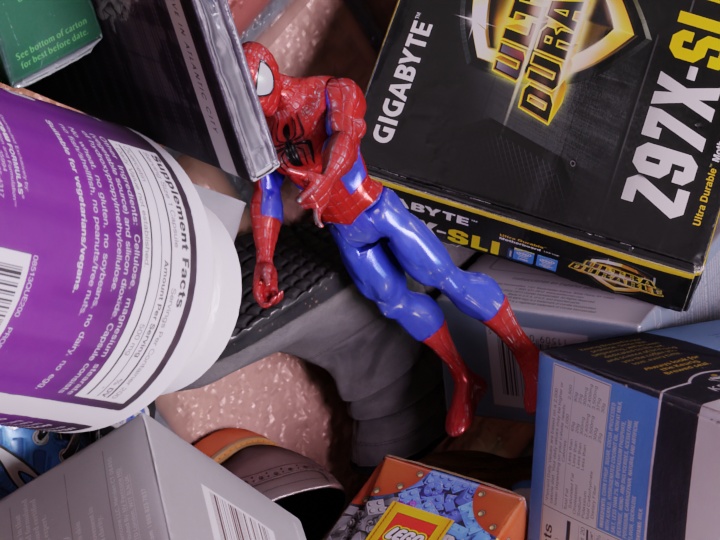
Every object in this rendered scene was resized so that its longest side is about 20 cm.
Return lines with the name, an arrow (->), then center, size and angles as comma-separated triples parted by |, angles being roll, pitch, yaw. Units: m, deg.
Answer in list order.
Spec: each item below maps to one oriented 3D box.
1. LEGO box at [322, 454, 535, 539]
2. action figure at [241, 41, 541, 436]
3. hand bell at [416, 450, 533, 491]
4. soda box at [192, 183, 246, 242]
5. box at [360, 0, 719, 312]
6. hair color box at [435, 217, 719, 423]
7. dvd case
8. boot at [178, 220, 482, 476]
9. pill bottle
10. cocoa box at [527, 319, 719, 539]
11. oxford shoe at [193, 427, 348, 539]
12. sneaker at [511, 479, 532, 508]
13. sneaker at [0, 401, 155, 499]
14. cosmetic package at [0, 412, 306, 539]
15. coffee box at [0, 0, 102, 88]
LEGO box -> 0.028, 0.204, 1.076 | 0.149, 0.077, 0.200 | -52, 139, -29
action figure -> 0.000, 0.000, 1.005 | 0.200, 0.065, 0.099 | 54, 36, -23
hand bell -> 0.086, 0.098, 1.181 | 0.200, 0.104, 0.104 | -3, 102, -43
soda box -> -0.142, -0.027, 0.965 | 0.200, 0.068, 0.064 | 20, 86, -45
box -> 0.094, -0.097, 1.085 | 0.049, 0.159, 0.200 | 96, 13, -66
hair color box -> 0.123, 0.002, 1.157 | 0.200, 0.099, 0.061 | -42, 132, -51
dvd case -> -0.105, -0.119, 0.886 | 0.016, 0.200, 0.149 | -30, 119, -24
boot -> -0.007, 0.040, 1.111 | 0.200, 0.070, 0.132 | -29, 123, -31
pill bottle -> -0.126, -0.005, 0.845 | 0.200, 0.112, 0.113 | 15, 89, -59
cocoa box -> 0.182, 0.095, 1.035 | 0.200, 0.131, 0.134 | -8, 107, -36
oxford shoe -> -0.085, 0.145, 1.054 | 0.200, 0.072, 0.071 | -49, 128, -24
sneaker -> 0.145, 0.073, 1.142 | 0.082, 0.074, 0.200 | 51, 59, -10
sneaker -> -0.126, 0.053, 0.966 | 0.200, 0.089, 0.079 | 44, 39, -38
cosmetic package -> -0.121, 0.149, 0.938 | 0.200, 0.090, 0.107 | -35, 137, 18
coffee box -> -0.164, -0.169, 0.865 | 0.044, 0.123, 0.200 | -32, 123, -27
